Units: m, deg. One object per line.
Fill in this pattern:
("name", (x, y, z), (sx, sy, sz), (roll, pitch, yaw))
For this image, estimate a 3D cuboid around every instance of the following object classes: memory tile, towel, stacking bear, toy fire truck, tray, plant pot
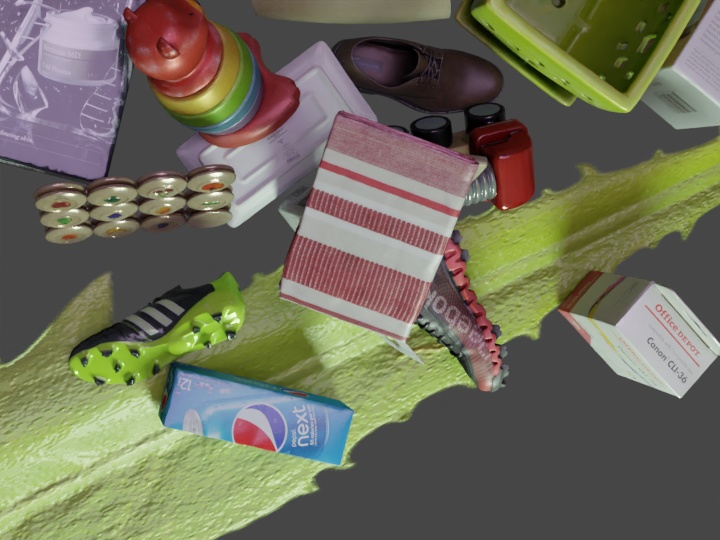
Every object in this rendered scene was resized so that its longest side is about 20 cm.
("memory tile", (-0.225, -0.064, 1.285), (0.197, 0.153, 0.017), (-8, 75, -12))
("towel", (0.013, -0.040, 1.222), (0.142, 0.023, 0.202), (20, 114, -2))
("stacking bear", (-0.161, -0.203, 1.250), (0.114, 0.200, 0.122), (-44, 67, 5))
("toy fire truck", (0.109, -0.102, 1.320), (0.174, 0.200, 0.130), (-14, 118, -12))
("tray", (-0.089, -0.142, 1.353), (0.199, 0.022, 0.108), (-36, 102, 5))
("plant pot", (-0.023, -0.333, 1.311), (0.197, 0.187, 0.190), (-12, 97, 1))
("plant pot", (0.228, -0.298, 1.362), (0.199, 0.181, 0.200), (34, 85, -13))

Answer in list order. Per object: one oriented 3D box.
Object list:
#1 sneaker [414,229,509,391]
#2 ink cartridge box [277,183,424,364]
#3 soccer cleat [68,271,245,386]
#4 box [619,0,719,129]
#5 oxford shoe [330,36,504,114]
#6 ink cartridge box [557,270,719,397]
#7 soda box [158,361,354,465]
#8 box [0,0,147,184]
("sneaker", (0.094, 0.051, 1.410), (0.097, 0.071, 0.202), (-26, 98, -11))
("ink cartridge box", (0.000, 0.000, 1.337), (0.047, 0.160, 0.200), (-41, 102, -6))
("soccer cleat", (-0.213, 0.063, 1.341), (0.198, 0.082, 0.068), (-20, 128, 8))
("box", (0.403, -0.272, 1.421), (0.106, 0.152, 0.201), (34, 85, -13))
("oxford shoe", (0.069, -0.211, 1.379), (0.197, 0.084, 0.074), (4, 91, -16))
("ink cartridge box", (0.310, 0.069, 1.398), (0.116, 0.200, 0.068), (45, 83, -12))
("soda box", (-0.113, 0.154, 1.367), (0.198, 0.068, 0.065), (14, 90, -15))
("box", (-0.328, -0.203, 1.263), (0.198, 0.124, 0.199), (13, 89, -14))
